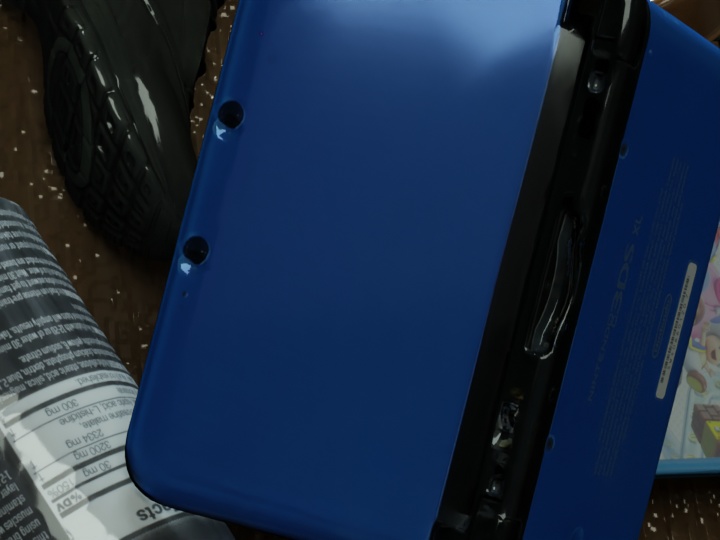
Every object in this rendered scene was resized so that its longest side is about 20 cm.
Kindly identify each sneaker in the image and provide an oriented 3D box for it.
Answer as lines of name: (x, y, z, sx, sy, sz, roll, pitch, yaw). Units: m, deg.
sneaker: (-0.088, -0.098, 0.861, 0.090, 0.076, 0.201, -10, 67, -25)

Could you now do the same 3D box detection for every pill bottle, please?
pill bottle: (-0.111, 0.082, 0.734, 0.106, 0.106, 0.201, -26, 73, -27)

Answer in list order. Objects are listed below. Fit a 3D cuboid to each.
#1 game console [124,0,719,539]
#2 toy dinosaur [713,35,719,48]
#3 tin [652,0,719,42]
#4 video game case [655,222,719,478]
game console: (0.033, -0.001, 0.738, 0.118, 0.170, 0.202, 14, 88, 31)
toy dinosaur: (0.105, -0.105, 0.915, 0.135, 0.102, 0.201, 13, 81, 10)
tin: (0.062, -0.125, 0.884, 0.198, 0.042, 0.113, -9, 60, 14)
video game case: (0.097, 0.007, 0.820, 0.199, 0.018, 0.144, 1, 78, -26)
